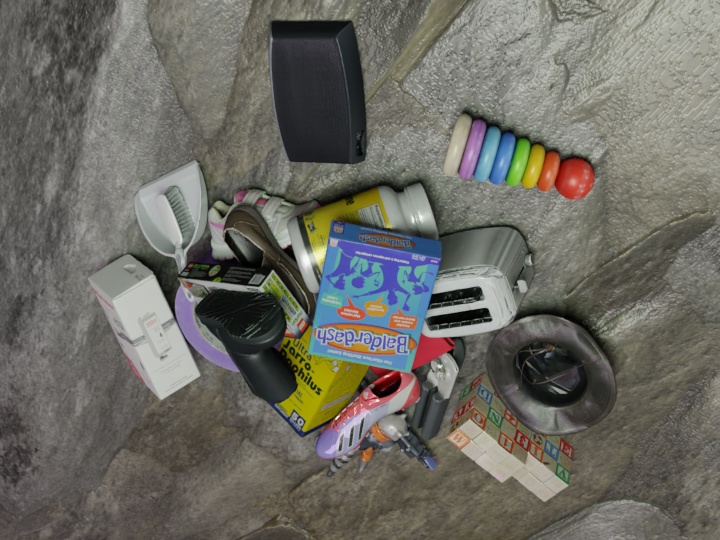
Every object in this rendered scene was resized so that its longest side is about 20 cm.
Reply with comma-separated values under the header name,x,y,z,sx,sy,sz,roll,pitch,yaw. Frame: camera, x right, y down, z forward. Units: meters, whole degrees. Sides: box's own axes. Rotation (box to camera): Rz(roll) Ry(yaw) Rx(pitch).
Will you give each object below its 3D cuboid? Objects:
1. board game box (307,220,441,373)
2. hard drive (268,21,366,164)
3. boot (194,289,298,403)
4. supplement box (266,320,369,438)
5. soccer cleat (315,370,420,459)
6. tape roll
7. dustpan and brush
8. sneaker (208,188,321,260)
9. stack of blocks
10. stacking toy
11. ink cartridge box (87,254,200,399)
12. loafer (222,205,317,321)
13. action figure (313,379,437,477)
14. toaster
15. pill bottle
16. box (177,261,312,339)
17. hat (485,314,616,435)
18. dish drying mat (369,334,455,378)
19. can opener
name,x,y,z,sx,sy,sz,roll,pitch,yaw
board game box,0.016,0.039,1.287,0.150,0.045,0.202,10,126,-2
hard drive,-0.063,-0.240,1.315,0.133,0.042,0.202,5,123,18
boot,-0.131,0.113,1.320,0.199,0.076,0.169,10,140,52
supplement box,-0.059,0.141,1.483,0.109,0.109,0.201,40,120,22
soccer cleat,0.004,0.220,1.492,0.199,0.067,0.077,-34,134,3
tape roll,-0.192,0.060,1.533,0.197,0.085,0.202,10,124,15
dustpan and brush,-0.280,-0.052,1.465,0.138,0.057,0.202,-20,92,29
sneaker,-0.152,-0.079,1.429,0.198,0.082,0.089,-13,112,21
stack of blocks,0.238,0.271,1.490,0.199,0.116,0.059,39,126,-8
stacking toy,0.213,-0.140,1.259,0.198,0.086,0.086,17,126,4
ink cartridge box,-0.360,0.091,1.575,0.146,0.082,0.202,26,141,55
loafer,-0.139,0.003,1.379,0.073,0.071,0.201,-35,97,32
action figure,0.027,0.293,1.589,0.200,0.105,0.193,44,138,-3
toaster,0.146,0.019,1.352,0.198,0.130,0.115,-9,117,25
pill bottle,0.005,-0.051,1.339,0.198,0.113,0.114,-19,117,0
box,-0.171,0.042,1.380,0.198,0.035,0.110,6,140,44
hat,0.286,0.143,1.413,0.198,0.081,0.203,8,115,17
dish drying mat,0.067,0.121,1.482,0.077,0.018,0.200,44,144,-8
can opener,0.128,0.194,1.514,0.053,0.066,0.201,49,142,32
